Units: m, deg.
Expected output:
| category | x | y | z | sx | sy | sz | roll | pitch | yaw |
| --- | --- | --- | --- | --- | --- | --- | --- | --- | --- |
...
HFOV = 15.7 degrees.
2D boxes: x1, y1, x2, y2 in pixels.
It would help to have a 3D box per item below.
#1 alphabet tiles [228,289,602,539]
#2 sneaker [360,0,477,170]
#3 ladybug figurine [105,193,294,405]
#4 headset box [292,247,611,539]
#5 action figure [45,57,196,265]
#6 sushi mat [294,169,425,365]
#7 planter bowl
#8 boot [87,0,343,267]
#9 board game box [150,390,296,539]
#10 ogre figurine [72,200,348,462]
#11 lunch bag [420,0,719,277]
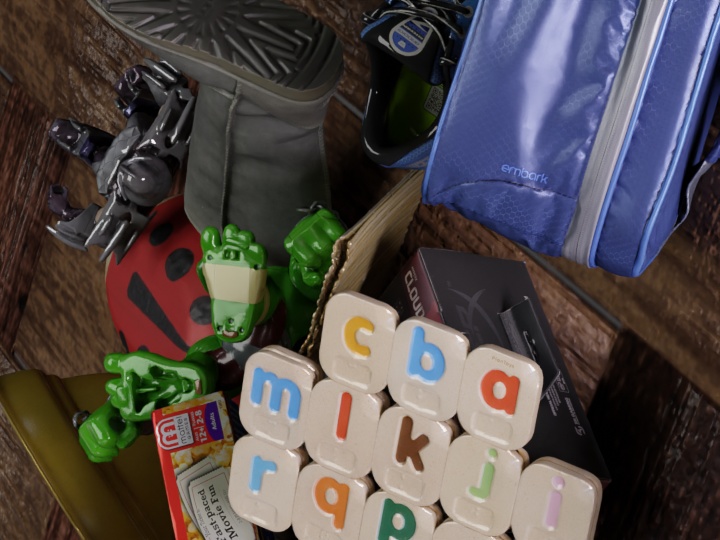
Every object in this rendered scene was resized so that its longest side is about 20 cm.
| category | x | y | z | sx | sy | sz | roll | pitch | yaw |
| --- | --- | --- | --- | --- | --- | --- | --- | --- | --- |
| alphabet tiles | 0.024 | 0.112 | 1.302 | 0.200 | 0.015 | 0.196 | 21 | 118 | 25 |
| sneaker | 0.053 | -0.136 | 1.381 | 0.078 | 0.089 | 0.200 | 30 | 117 | 24 |
| ladybug figurine | -0.103 | 0.022 | 1.627 | 0.200 | 0.072 | 0.136 | 40 | 117 | 52 |
| headset box | 0.042 | 0.096 | 1.385 | 0.200 | 0.075 | 0.149 | -54 | 43 | 38 |
| action figure | -0.148 | -0.074 | 1.638 | 0.130 | 0.069 | 0.200 | -49 | 15 | 4 |
| sushi mat | 0.000 | 0.000 | 1.407 | 0.096 | 0.012 | 0.200 | -67 | -7 | 19 |
| planter bowl | -0.146 | 0.126 | 1.627 | 0.083 | 0.201 | 0.200 | -33 | 42 | -5 |
| boot | -0.086 | -0.095 | 1.499 | 0.182 | 0.073 | 0.200 | 35 | 158 | 12 |
| board game box | -0.056 | 0.182 | 1.448 | 0.046 | 0.152 | 0.200 | -16 | 71 | 8 |
| ogre figurine | -0.068 | 0.034 | 1.482 | 0.098 | 0.120 | 0.200 | 33 | 106 | 18 |
| lunch bag | 0.123 | -0.105 | 1.230 | 0.136 | 0.132 | 0.200 | -48 | -24 | -71 |
